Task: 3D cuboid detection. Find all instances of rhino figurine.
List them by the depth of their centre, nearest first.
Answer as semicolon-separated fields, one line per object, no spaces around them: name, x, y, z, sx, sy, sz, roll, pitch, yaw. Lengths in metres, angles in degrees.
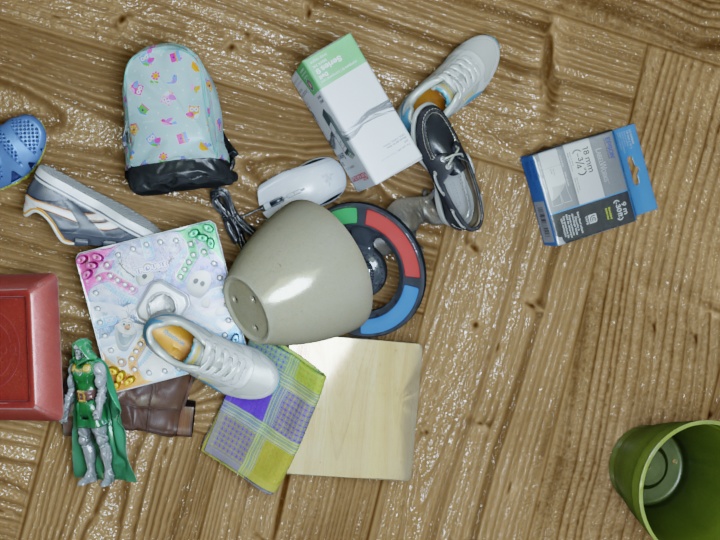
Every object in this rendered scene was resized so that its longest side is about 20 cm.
rhino figurine;0.063;-0.060;1.544;0.199;0.060;0.088;-34;99;-9

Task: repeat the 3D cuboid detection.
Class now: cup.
cup;-0.101;0.023;1.415;0.143;0.200;0.201;-31;96;-34

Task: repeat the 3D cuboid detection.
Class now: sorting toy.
sorting toy;-0.019;0.198;1.527;0.197;0.070;0.202;6;89;-10

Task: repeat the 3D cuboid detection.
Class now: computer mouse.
computer mouse;-0.112;-0.109;1.520;0.199;0.044;0.110;-27;94;-8

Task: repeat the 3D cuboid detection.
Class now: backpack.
backpack;-0.259;-0.214;1.452;0.165;0.127;0.202;-6;89;-6

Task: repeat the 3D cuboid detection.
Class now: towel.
towel;-0.139;0.204;1.477;0.143;0.023;0.201;31;101;25

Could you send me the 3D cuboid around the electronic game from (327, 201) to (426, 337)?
electronic game;0.000;0.000;1.488;0.199;0.042;0.202;7;109;22

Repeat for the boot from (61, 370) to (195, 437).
boot;-0.333;0.147;1.480;0.198;0.064;0.188;4;88;-5

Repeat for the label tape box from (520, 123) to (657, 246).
label tape box;0.363;-0.135;1.594;0.199;0.063;0.145;-18;94;-9

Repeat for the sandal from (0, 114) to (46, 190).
sandal;-0.516;-0.140;1.429;0.200;0.087;0.080;-44;96;-9

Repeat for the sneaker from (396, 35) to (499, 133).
sneaker;0.137;-0.272;1.537;0.077;0.081;0.200;45;83;-6

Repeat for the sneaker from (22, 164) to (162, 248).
sneaker;-0.376;-0.067;1.459;0.199;0.078;0.080;29;97;-15

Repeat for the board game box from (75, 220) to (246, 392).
board game box;-0.275;0.051;1.436;0.198;0.026;0.202;-14;95;-3

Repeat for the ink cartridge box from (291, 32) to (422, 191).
ink cartridge box;-0.008;-0.220;1.485;0.084;0.146;0.201;-32;96;-9

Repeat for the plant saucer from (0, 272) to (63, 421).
plant saucer;-0.503;0.107;1.414;0.198;0.037;0.202;-2;92;18

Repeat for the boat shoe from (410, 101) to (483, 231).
boat shoe;0.128;-0.145;1.488;0.074;0.060;0.201;-28;118;-21

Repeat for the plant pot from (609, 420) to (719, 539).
plant pot;0.468;0.310;1.551;0.199;0.193;0.202;0;91;-11

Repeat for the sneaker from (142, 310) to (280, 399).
sneaker;-0.202;0.121;1.393;0.199;0.081;0.077;25;90;-7

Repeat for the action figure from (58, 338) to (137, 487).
action figure;-0.368;0.192;1.415;0.117;0.055;0.202;-5;94;27
